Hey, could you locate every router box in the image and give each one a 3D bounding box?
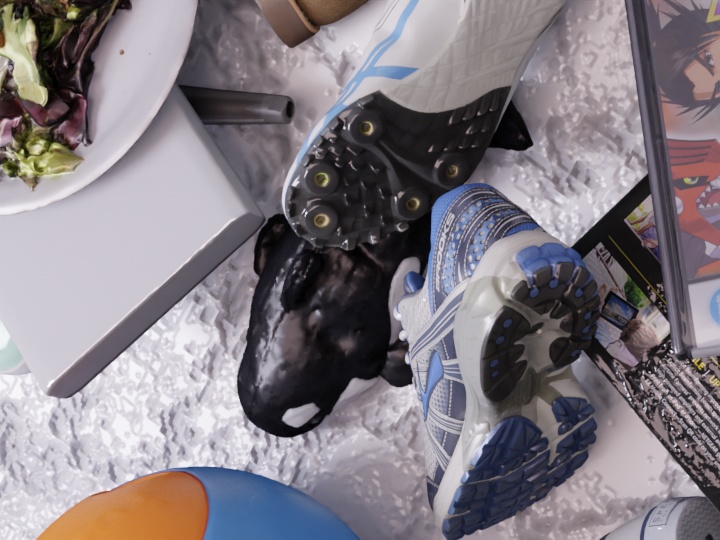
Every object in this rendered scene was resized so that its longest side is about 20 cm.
[{"bbox_3d":[0.191,0.032,1.037,0.149,0.051,0.200,-44,77,21],"label":"router box"}]

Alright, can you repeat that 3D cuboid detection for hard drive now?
[{"bbox_3d":[-0.145,-0.058,1.157,0.132,0.026,0.201,-41,65,14],"label":"hard drive"}]

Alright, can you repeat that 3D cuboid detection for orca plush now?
[{"bbox_3d":[0.000,0.000,1.110,0.200,0.071,0.106,-40,80,23],"label":"orca plush"}]

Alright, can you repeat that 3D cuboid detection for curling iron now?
[{"bbox_3d":[-0.119,-0.071,1.179,0.198,0.026,0.050,-4,88,26],"label":"curling iron"}]

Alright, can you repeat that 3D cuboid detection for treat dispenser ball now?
[{"bbox_3d":[-0.073,0.189,1.094,0.199,0.201,0.203,3,97,24],"label":"treat dispenser ball"}]

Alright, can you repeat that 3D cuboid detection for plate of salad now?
[{"bbox_3d":[-0.165,-0.126,1.141,0.198,0.048,0.202,-6,77,25],"label":"plate of salad"}]

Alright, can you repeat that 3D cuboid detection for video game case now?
[{"bbox_3d":[0.203,-0.075,0.990,0.179,0.025,0.202,-8,81,9],"label":"video game case"}]

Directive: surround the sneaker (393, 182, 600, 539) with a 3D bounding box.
[{"bbox_3d":[0.055,0.038,1.065,0.085,0.077,0.201,55,153,33],"label":"sneaker"}]

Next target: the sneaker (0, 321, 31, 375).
[{"bbox_3d":[-0.244,-0.014,1.193,0.200,0.118,0.074,42,109,13],"label":"sneaker"}]

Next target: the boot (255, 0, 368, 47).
[{"bbox_3d":[-0.048,-0.207,1.107,0.075,0.074,0.201,-27,100,12],"label":"boot"}]

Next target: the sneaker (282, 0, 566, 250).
[{"bbox_3d":[0.034,-0.095,1.069,0.072,0.072,0.201,36,92,-25],"label":"sneaker"}]

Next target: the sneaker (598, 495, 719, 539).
[{"bbox_3d":[0.164,0.196,1.070,0.071,0.073,0.201,-25,86,49],"label":"sneaker"}]
